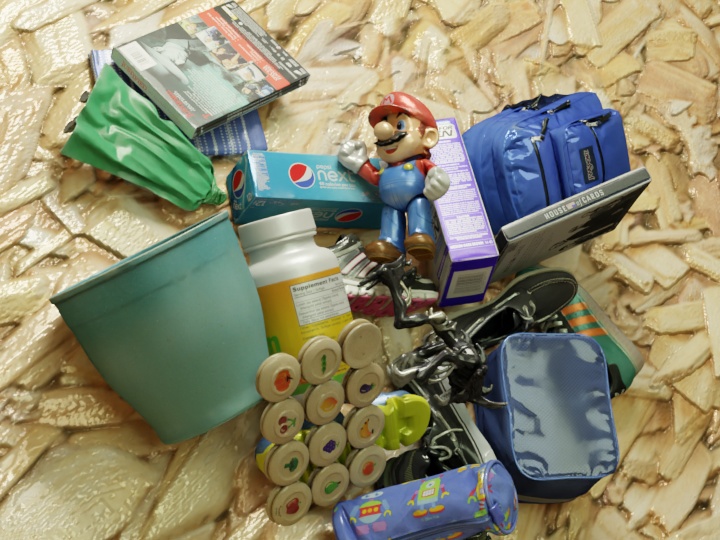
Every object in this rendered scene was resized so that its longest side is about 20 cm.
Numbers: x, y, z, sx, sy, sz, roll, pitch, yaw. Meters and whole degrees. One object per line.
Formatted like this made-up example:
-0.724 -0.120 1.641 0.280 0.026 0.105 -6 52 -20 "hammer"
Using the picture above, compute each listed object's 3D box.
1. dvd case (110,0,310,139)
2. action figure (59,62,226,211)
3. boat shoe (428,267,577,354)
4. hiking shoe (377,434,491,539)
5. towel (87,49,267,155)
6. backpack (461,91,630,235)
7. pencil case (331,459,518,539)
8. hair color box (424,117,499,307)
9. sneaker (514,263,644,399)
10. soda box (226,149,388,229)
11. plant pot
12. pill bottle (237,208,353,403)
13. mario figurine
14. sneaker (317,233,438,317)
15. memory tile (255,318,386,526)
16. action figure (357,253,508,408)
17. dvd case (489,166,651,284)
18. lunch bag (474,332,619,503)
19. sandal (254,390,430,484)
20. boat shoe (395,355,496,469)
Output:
-0.174 -0.241 1.658 0.146 0.022 0.200 45 46 13 "dvd case"
-0.231 -0.127 1.572 0.200 0.055 0.118 34 70 -26 "action figure"
0.181 0.060 1.672 0.200 0.063 0.073 -24 120 -14 "boat shoe"
0.105 0.276 1.526 0.200 0.101 0.076 50 47 2 "hiking shoe"
-0.213 -0.197 1.655 0.200 0.024 0.145 -6 70 -30 "towel"
0.225 -0.135 1.754 0.200 0.168 0.163 -21 99 -36 "backpack"
0.063 0.258 1.459 0.078 0.200 0.087 61 23 -23 "pencil case"
0.103 -0.070 1.689 0.065 0.109 0.200 -7 60 -11 "hair color box"
0.260 0.078 1.744 0.200 0.071 0.080 43 55 1 "sneaker"
-0.052 -0.094 1.658 0.200 0.068 0.064 2 63 -29 "soda box"
-0.184 0.066 1.430 0.200 0.200 0.188 -31 98 -38 "plant pot"
-0.068 0.040 1.513 0.111 0.111 0.200 -15 91 -35 "pill bottle"
0.036 -0.112 1.600 0.123 0.106 0.200 0 71 -3 "mario figurine"
0.000 0.000 1.633 0.199 0.074 0.088 7 68 -22 "sneaker"
-0.036 0.157 1.445 0.153 0.017 0.200 -21 121 -32 "memory tile"
0.072 0.087 1.545 0.102 0.119 0.200 -35 83 -2 "action figure"
0.240 -0.050 1.687 0.200 0.150 0.025 -22 73 -17 "dvd case"
0.205 0.166 1.628 0.136 0.132 0.200 3 66 -15 "lunch bag"
-0.027 0.174 1.535 0.200 0.080 0.087 -16 32 -25 "sandal"
0.095 0.190 1.588 0.068 0.074 0.200 -13 70 -27 "boat shoe"
